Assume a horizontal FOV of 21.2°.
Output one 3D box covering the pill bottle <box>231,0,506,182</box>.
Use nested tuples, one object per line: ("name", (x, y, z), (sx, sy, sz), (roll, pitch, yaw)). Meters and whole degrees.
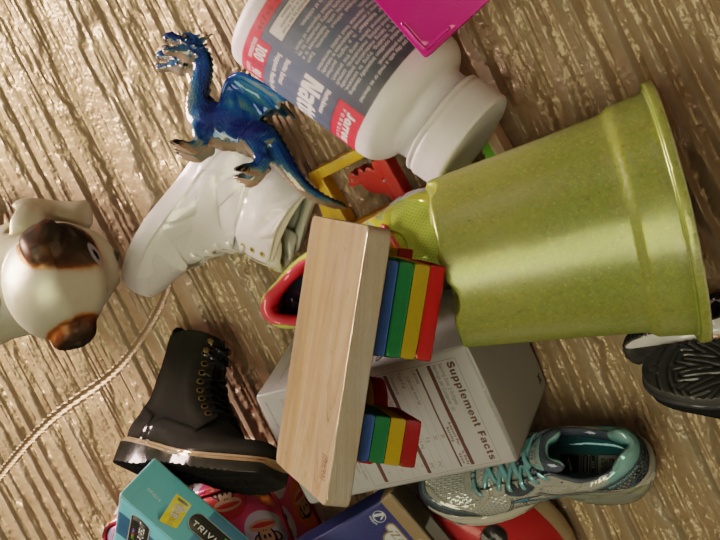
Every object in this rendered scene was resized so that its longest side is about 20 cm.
("pill bottle", (0.009, -0.157, 1.513), (0.200, 0.120, 0.120), (37, 119, 12))

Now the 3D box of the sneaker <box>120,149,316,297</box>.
("sneaker", (-0.118, -0.025, 1.645), (0.116, 0.074, 0.200), (45, 119, 13))

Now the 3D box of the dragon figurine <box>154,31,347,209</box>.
("dragon figurine", (-0.090, -0.125, 1.572), (0.200, 0.059, 0.100), (23, 81, 9))

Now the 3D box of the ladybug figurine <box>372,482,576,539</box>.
("ladybug figurine", (0.097, 0.235, 1.674), (0.200, 0.072, 0.136), (23, 117, 11))

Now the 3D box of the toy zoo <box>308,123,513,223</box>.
("toy zoo", (0.045, -0.055, 1.608), (0.200, 0.020, 0.131), (-24, 100, 28))

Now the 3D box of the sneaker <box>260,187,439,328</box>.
("sneaker", (0.000, 0.000, 1.577), (0.200, 0.090, 0.078), (-34, 81, 28))

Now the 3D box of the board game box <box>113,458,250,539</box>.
("board game box", (-0.120, 0.261, 1.644), (0.200, 0.047, 0.151), (40, 156, 8))

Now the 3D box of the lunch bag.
("lunch bag", (-0.134, 0.251, 1.763), (0.200, 0.082, 0.176), (-16, 106, 23))

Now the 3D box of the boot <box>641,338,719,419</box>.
("boot", (0.312, 0.148, 1.524), (0.165, 0.066, 0.200), (0, 133, 15))

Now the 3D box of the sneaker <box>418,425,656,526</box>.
("sneaker", (0.142, 0.158, 1.596), (0.200, 0.086, 0.078), (-11, 67, 9))

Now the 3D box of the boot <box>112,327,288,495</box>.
("boot", (-0.125, 0.113, 1.648), (0.200, 0.138, 0.077), (3, 157, 43))

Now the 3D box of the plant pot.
("plant pot", (0.151, -0.024, 1.447), (0.184, 0.200, 0.201), (-13, 107, 4))

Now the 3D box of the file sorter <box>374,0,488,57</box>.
("file sorter", (0.090, -0.287, 1.437), (0.200, 0.125, 0.139), (-41, 91, 28))

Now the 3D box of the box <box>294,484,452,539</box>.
("box", (-0.006, 0.271, 1.663), (0.200, 0.032, 0.121), (-33, 104, 31))

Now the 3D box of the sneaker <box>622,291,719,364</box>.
("sneaker", (0.305, 0.056, 1.522), (0.200, 0.074, 0.080), (-11, 108, 25))

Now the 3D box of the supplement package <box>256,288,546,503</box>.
("supplement package", (0.036, 0.101, 1.612), (0.200, 0.117, 0.117), (-15, 112, 25))

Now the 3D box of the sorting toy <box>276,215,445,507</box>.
("sorting toy", (0.001, 0.066, 1.454), (0.070, 0.199, 0.200), (8, 92, -13))

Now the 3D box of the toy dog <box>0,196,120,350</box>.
("toy dog", (-0.295, 0.003, 1.657), (0.200, 0.194, 0.140), (-1, 102, 42))
